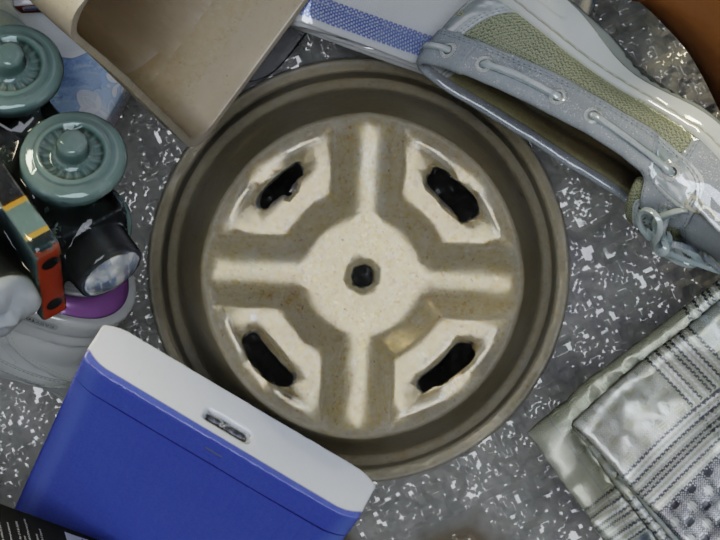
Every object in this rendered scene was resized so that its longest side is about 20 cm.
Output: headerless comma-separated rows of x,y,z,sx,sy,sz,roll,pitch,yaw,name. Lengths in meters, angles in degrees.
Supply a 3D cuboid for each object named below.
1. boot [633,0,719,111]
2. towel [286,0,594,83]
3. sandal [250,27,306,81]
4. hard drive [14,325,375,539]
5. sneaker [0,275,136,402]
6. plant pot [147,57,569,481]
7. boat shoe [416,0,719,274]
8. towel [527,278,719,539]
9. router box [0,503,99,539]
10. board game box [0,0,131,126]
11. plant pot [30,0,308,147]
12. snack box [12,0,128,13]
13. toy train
0.141,-0.128,1.205,0.077,0.155,0.201,-27,66,35,boot
0.053,-0.183,1.264,0.146,0.024,0.201,16,85,-21,towel
-0.012,-0.176,1.281,0.075,0.045,0.200,33,90,-1,sandal
-0.082,0.109,1.217,0.132,0.200,0.025,30,57,0,hard drive
-0.203,0.002,1.252,0.199,0.100,0.075,25,49,4,sneaker
0.000,0.000,1.215,0.200,0.183,0.201,0,90,0,plant pot
0.114,-0.050,1.208,0.065,0.074,0.202,-43,75,-9,boat shoe
0.205,0.090,1.231,0.200,0.035,0.193,-39,95,6,towel
-0.209,0.181,1.206,0.157,0.052,0.200,25,120,-36,router box
-0.185,-0.146,1.282,0.200,0.043,0.200,29,91,-1,board game box
-0.099,-0.201,1.149,0.177,0.200,0.200,37,88,15,plant pot
-0.128,-0.220,1.250,0.072,0.024,0.201,-4,88,-1,snack box
-0.179,-0.056,1.193,0.114,0.085,0.200,-29,67,-17,toy train
